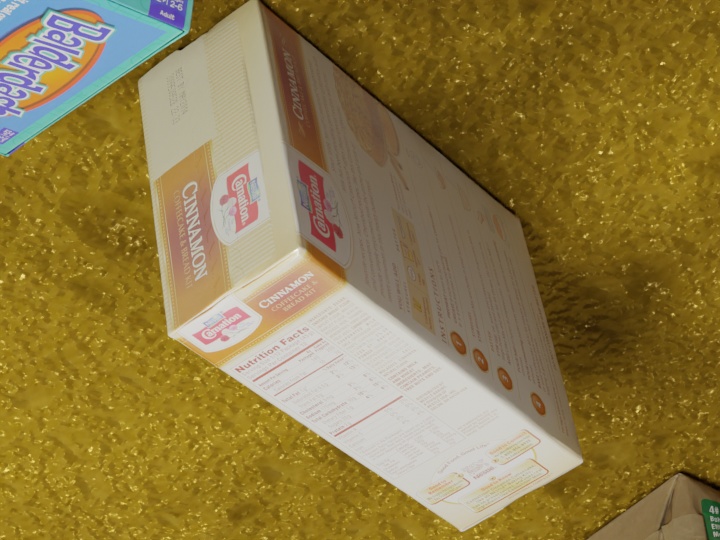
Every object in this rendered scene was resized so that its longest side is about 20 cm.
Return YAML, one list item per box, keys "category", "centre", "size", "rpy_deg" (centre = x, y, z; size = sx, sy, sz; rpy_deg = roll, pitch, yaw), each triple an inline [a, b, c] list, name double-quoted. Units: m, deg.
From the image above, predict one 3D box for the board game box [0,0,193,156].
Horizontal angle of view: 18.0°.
- category: "board game box"
  centre: [-0.185, -0.117, 0.870]
  size: [0.200, 0.045, 0.152]
  rpy_deg: [22, 151, -31]

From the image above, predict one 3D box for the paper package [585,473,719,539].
- category: "paper package"
  centre: [0.198, 0.233, 1.331]
  size: [0.200, 0.104, 0.191]
  rpy_deg: [27, 125, -34]

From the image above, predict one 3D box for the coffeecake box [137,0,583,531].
- category: "coffeecake box"
  centre: [0.000, 0.000, 0.994]
  size: [0.073, 0.154, 0.200]
  rpy_deg: [-33, 133, 22]
